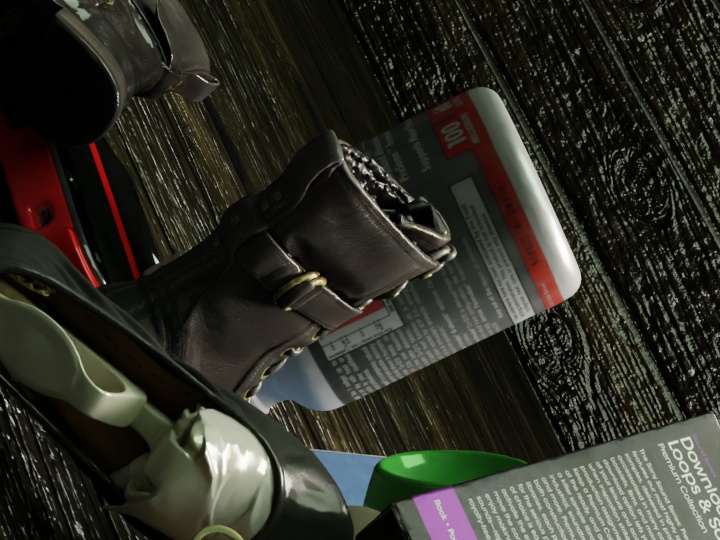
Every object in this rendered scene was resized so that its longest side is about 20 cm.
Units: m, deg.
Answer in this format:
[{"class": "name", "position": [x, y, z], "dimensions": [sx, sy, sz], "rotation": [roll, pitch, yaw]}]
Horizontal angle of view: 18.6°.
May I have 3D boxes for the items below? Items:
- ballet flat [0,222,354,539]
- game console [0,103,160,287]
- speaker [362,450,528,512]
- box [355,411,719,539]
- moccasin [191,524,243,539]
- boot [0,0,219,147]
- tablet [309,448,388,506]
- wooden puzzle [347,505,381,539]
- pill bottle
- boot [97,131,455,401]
[{"class": "ballet flat", "position": [-0.088, 0.061, 0.847], "dimensions": [0.199, 0.068, 0.068], "rotation": [38, 7, -1]}, {"class": "game console", "position": [-0.136, -0.019, 1.112], "dimensions": [0.177, 0.031, 0.201], "rotation": [60, 6, -53]}, {"class": "speaker", "position": [0.039, 0.186, 0.979], "dimensions": [0.088, 0.088, 0.202], "rotation": [-59, 150, -82]}, {"class": "box", "position": [0.106, 0.144, 0.898], "dimensions": [0.199, 0.036, 0.144], "rotation": [-11, 67, -40]}, {"class": "moccasin", "position": [-0.065, 0.138, 0.779], "dimensions": [0.074, 0.077, 0.201], "rotation": [61, 5, 8]}, {"class": "boot", "position": [-0.158, -0.147, 1.084], "dimensions": [0.201, 0.069, 0.174], "rotation": [53, 19, -7]}, {"class": "tablet", "position": [0.013, 0.133, 1.074], "dimensions": [0.198, 0.014, 0.131], "rotation": [8, 32, -20]}, {"class": "wooden puzzle", "position": [0.046, 0.204, 0.856], "dimensions": [0.199, 0.037, 0.186], "rotation": [32, 46, -7]}, {"class": "pill bottle", "position": [0.000, 0.000, 1.103], "dimensions": [0.116, 0.199, 0.117], "rotation": [-25, 90, -87]}, {"class": "boot", "position": [-0.035, 0.028, 0.964], "dimensions": [0.070, 0.173, 0.200], "rotation": [64, 9, 28]}]
